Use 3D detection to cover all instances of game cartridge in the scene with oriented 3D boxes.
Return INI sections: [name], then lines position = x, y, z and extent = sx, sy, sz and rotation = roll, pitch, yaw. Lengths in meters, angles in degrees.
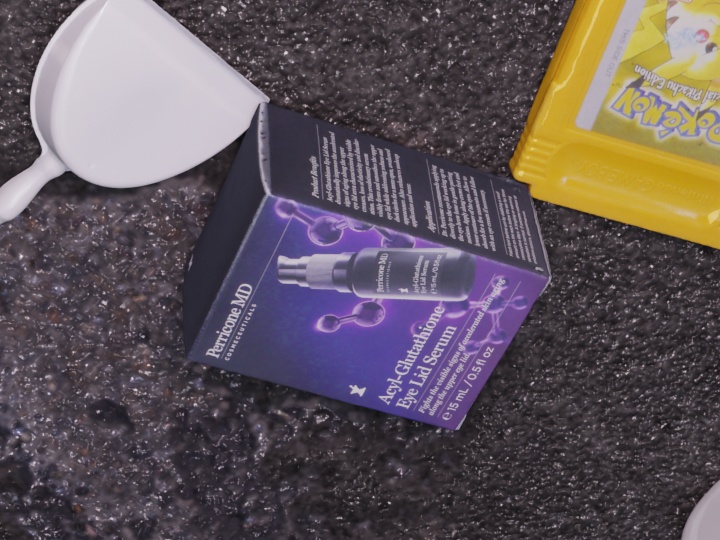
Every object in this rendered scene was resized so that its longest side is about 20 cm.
[game cartridge]
position = 0.212, -0.120, 1.144
extent = 0.176, 0.032, 0.200
rotation = 14, 115, -14

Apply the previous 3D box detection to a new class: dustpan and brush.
[dustpan and brush]
position = -0.176, -0.085, 1.108
extent = 0.200, 0.057, 0.140
rotation = -45, 127, 9

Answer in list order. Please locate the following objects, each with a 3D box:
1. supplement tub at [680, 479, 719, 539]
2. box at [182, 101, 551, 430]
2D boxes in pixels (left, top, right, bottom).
[supplement tub]
position = 0.346, 0.244, 1.309
extent = 0.123, 0.123, 0.200
rotation = -39, 116, 14
[box]
position = 0.000, 0.000, 1.125
extent = 0.200, 0.104, 0.148
rotation = 15, 126, -17
